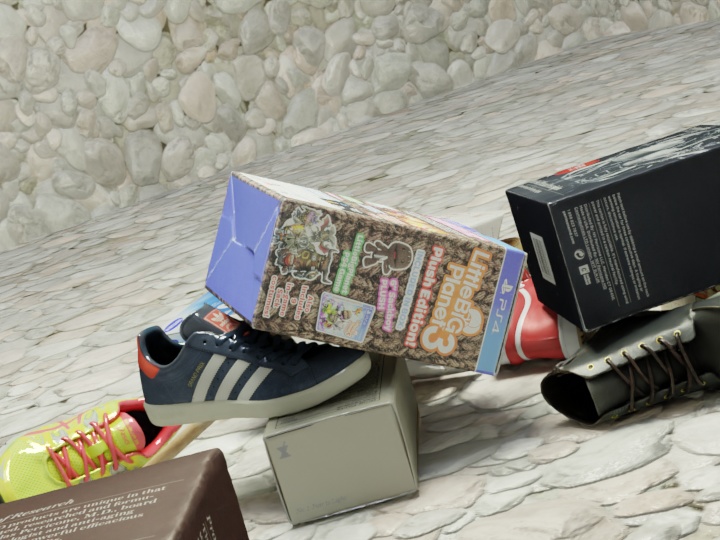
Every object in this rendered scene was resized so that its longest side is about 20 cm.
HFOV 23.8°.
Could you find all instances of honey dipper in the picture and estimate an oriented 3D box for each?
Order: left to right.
[{"bbox_3d":[-0.127,0.121,1.386,0.200,0.038,0.038,-42,2,20],"label":"honey dipper"}]

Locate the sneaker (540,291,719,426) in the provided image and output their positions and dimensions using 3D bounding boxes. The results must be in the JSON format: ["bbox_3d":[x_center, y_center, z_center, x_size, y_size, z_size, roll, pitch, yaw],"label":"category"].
[{"bbox_3d":[0.230,0.072,1.253,0.106,0.075,0.199,-31,9,-37],"label":"sneaker"}]

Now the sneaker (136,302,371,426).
[{"bbox_3d":[-0.089,0.064,1.298,0.199,0.085,0.075,-10,12,26],"label":"sneaker"}]

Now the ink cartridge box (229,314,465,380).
[{"bbox_3d":[-0.007,0.064,1.506,0.199,0.068,0.116,-10,-12,29],"label":"ink cartridge box"}]

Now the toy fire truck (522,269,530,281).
[{"bbox_3d":[0.077,0.032,1.696,0.198,0.049,0.141,-13,10,9],"label":"toy fire truck"}]

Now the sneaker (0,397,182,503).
[{"bbox_3d":[-0.224,0.148,1.422,0.090,0.079,0.200,-28,1,39],"label":"sneaker"}]

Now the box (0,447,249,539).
[{"bbox_3d":[-0.133,0.208,0.810,0.163,0.167,0.200,-15,11,7],"label":"box"}]

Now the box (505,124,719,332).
[{"bbox_3d":[0.227,-0.040,1.354,0.181,0.105,0.200,-18,7,-3],"label":"box"}]

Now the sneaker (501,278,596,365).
[{"bbox_3d":[0.157,0.031,1.531,0.112,0.072,0.200,-9,15,16],"label":"sneaker"}]

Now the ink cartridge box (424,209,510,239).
[{"bbox_3d":[0.067,-0.031,1.791,0.160,0.051,0.200,-2,4,19],"label":"ink cartridge box"}]

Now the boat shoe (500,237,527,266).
[{"bbox_3d":[0.088,-0.004,1.818,0.199,0.063,0.073,-18,11,-12],"label":"boat shoe"}]

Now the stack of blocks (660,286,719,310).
[{"bbox_3d":[0.316,-0.005,1.513,0.114,0.059,0.200,-18,11,-10],"label":"stack of blocks"}]

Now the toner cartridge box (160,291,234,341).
[{"bbox_3d":[-0.155,0.057,1.913,0.094,0.044,0.200,-13,11,20],"label":"toner cartridge box"}]

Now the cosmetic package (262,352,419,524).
[{"bbox_3d":[-0.010,0.119,1.323,0.103,0.074,0.200,-15,11,6],"label":"cosmetic package"}]

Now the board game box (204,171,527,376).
[{"bbox_3d":[0.000,0.000,1.316,0.198,0.098,0.159,12,6,-19],"label":"board game box"}]
